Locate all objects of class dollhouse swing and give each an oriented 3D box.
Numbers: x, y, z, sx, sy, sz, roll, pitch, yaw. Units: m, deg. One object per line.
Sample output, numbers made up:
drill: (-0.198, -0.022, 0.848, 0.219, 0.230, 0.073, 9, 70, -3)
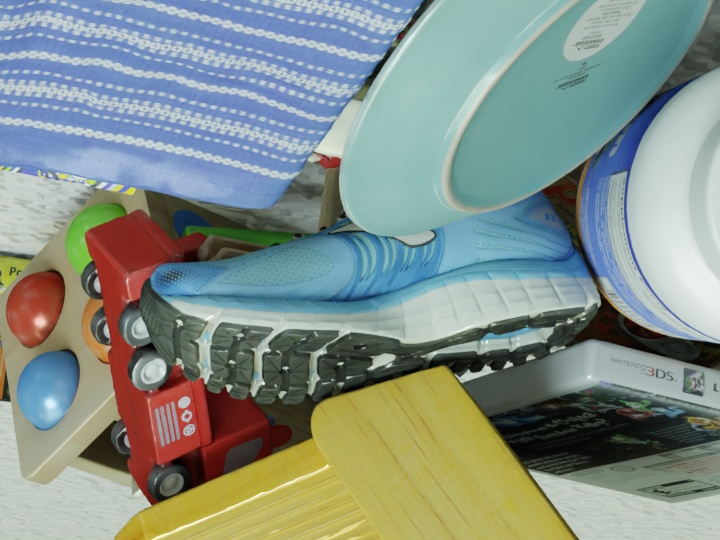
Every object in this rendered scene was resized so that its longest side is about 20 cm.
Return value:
dollhouse swing: (0.018, 0.156, 0.914, 0.175, 0.182, 0.200, -37, 158, 0)

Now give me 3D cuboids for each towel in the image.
towel: (-0.063, -0.077, 0.668, 0.144, 0.024, 0.200, 10, 152, -19)

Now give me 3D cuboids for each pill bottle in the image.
pill bottle: (0.154, -0.026, 0.787, 0.111, 0.113, 0.200, 5, 179, -4)

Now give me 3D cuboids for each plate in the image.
plate: (0.077, -0.078, 0.748, 0.199, 0.026, 0.201, -33, 158, -16)

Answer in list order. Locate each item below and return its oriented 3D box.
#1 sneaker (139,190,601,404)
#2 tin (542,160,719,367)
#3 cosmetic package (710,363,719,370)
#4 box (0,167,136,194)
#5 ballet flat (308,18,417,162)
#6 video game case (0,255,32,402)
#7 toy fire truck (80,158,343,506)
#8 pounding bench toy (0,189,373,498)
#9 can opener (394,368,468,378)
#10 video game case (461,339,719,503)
sneaker: (0.000, 0.000, 0.852, 0.198, 0.091, 0.078, -5, 156, -19)
tin: (0.104, -0.016, 0.964, 0.199, 0.042, 0.112, 36, 151, -25)
cosmetic package: (0.218, 0.039, 1.088, 0.198, 0.074, 0.104, 1, 156, 8)
box: (-0.087, -0.103, 0.716, 0.069, 0.065, 0.200, 11, 152, -17)
ballet flat: (0.022, -0.068, 0.812, 0.198, 0.064, 0.076, -7, 121, -22)
video game case: (-0.228, 0.037, 1.200, 0.179, 0.026, 0.200, 7, 157, -10)
toy fire truck: (-0.051, 0.007, 0.896, 0.140, 0.049, 0.201, -22, 128, -22)
pounding bench toy: (-0.074, 0.018, 1.005, 0.155, 0.125, 0.200, 24, 124, -38)
can opener: (0.032, 0.060, 1.061, 0.200, 0.053, 0.066, -40, 130, 4)
video game case: (0.137, 0.079, 0.976, 0.180, 0.024, 0.200, 14, 162, -23)
